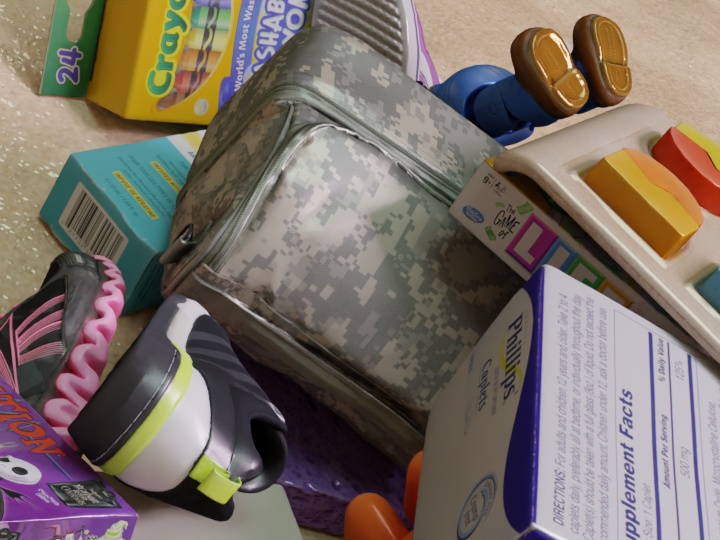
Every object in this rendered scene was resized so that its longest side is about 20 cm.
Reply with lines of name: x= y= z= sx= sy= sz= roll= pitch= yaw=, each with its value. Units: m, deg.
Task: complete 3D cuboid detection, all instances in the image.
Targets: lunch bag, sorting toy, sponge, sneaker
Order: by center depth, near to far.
sneaker: x=-0.072 y=0.067 z=0.787 sx=0.083 sy=0.072 sz=0.200 roll=38 pitch=6 yaw=-4
sneaker: x=-0.170 y=0.050 z=0.887 sx=0.095 sy=0.079 sz=0.200 roll=16 pitch=34 yaw=-7
sorting toy: x=0.177 y=-0.014 z=0.916 sx=0.200 sy=0.037 sz=0.185 roll=41 pitch=27 yaw=13
lunch bag: x=0.000 y=0.000 z=0.974 sx=0.200 sy=0.139 sz=0.168 roll=36 pitch=43 yaw=-17
sponge: x=-0.016 y=0.091 z=1.002 sx=0.199 sy=0.030 sz=0.112 roll=19 pitch=36 yaw=-23
sneaker: x=0.030 y=-0.108 z=1.202 sx=0.114 sy=0.072 sz=0.202 roll=-22 pitch=106 yaw=-58

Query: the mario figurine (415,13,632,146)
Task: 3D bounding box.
mario figurine: x=0.050 y=-0.099 z=1.064 sx=0.123 sy=0.200 sz=0.107 roll=26 pitch=57 yaw=-33

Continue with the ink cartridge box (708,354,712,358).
ink cartridge box: x=0.195 y=0.121 z=1.019 sx=0.199 sy=0.145 sz=0.145 roll=20 pitch=34 yaw=-39

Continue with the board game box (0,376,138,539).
board game box: x=-0.187 y=0.055 z=0.723 sx=0.120 sy=0.032 sz=0.200 roll=9 pitch=19 yaw=-45

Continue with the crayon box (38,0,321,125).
crayon box: x=-0.092 y=-0.155 z=1.159 sx=0.199 sy=0.126 sz=0.051 roll=0 pitch=19 yaw=-41

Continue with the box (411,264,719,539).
box: x=0.128 y=0.126 z=0.799 sx=0.199 sy=0.105 sz=0.184 roll=30 pitch=31 yaw=-12

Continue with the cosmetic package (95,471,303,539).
cosmetic package: x=-0.124 y=0.144 z=0.769 sx=0.199 sy=0.104 sz=0.087 roll=7 pitch=41 yaw=-34

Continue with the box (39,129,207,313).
box: x=-0.083 y=-0.037 z=1.089 sx=0.082 sy=0.049 sz=0.200 roll=48 pitch=35 yaw=20

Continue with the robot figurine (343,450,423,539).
robot figurine: x=0.070 y=0.182 z=0.883 sx=0.200 sy=0.117 sz=0.144 roll=49 pitch=32 yaw=21

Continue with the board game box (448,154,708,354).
board game box: x=0.143 y=-0.017 z=0.960 sx=0.134 sy=0.034 sz=0.200 roll=42 pitch=27 yaw=13
